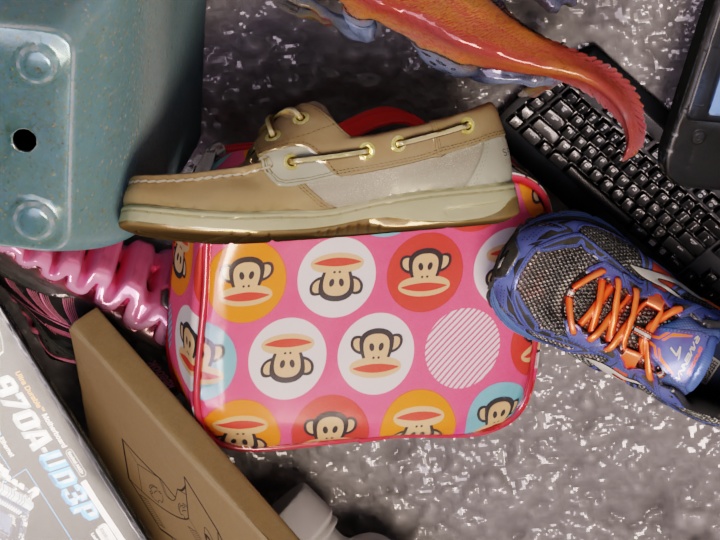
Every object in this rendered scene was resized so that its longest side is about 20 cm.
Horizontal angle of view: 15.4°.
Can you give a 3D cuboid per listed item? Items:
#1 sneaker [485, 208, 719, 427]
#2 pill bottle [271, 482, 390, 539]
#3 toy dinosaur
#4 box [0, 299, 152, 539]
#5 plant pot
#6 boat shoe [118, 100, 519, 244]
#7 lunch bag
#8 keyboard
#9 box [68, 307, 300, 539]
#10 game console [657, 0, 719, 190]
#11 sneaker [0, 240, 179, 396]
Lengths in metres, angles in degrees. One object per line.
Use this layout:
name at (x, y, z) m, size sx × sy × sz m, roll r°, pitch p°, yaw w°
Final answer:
sneaker at (0.150, 0.028, 1.384) m, size 0.199 × 0.078 × 0.076 m, roll 24°, pitch 95°, yaw -32°
pill bottle at (0.005, 0.221, 1.519) m, size 0.111 × 0.111 × 0.200 m, roll -41°, pitch 94°, yaw 23°
toy dinosaur at (0.031, -0.148, 1.311) m, size 0.181 × 0.200 × 0.106 m, roll 10°, pitch 107°, yaw -37°
box at (-0.218, 0.120, 1.411) m, size 0.158 × 0.046 × 0.201 m, roll -32°, pitch 108°, yaw -4°
plant pot at (-0.182, -0.111, 1.312) m, size 0.195 × 0.200 × 0.197 m, roll 6°, pitch 118°, yaw 1°
boat shoe at (-0.022, -0.049, 1.304) m, size 0.199 × 0.074 × 0.067 m, roll -4°, pitch 89°, yaw -16°
lunch bag at (0.000, 0.000, 1.395) m, size 0.199 × 0.082 × 0.177 m, roll -1°, pitch 112°, yaw -17°
keyboard at (0.170, -0.039, 1.415) m, size 0.200 × 0.040 × 0.104 m, roll 39°, pitch 115°, yaw -17°
box at (-0.085, 0.133, 1.416) m, size 0.021 × 0.200 × 0.164 m, roll -31°, pitch 147°, yaw -21°
game console at (0.266, -0.104, 1.317) m, size 0.175 × 0.117 × 0.201 m, roll 4°, pitch 118°, yaw -23°
sneaker at (-0.166, 0.010, 1.455) m, size 0.199 × 0.079 × 0.095 m, roll 32°, pitch 128°, yaw -11°
